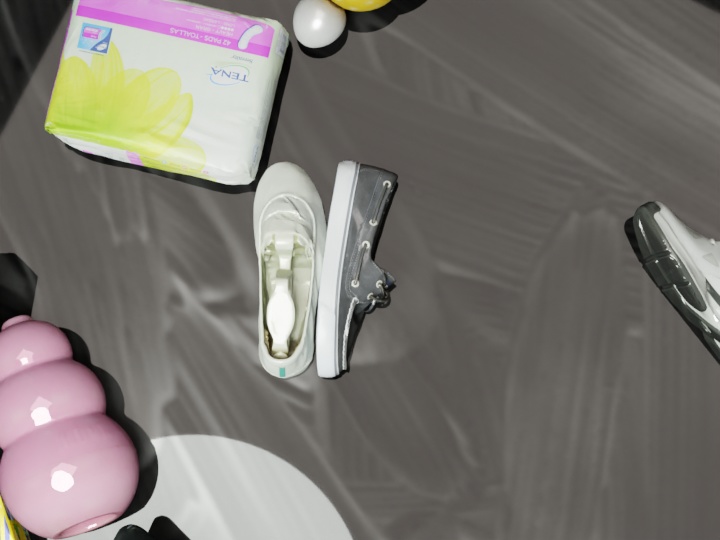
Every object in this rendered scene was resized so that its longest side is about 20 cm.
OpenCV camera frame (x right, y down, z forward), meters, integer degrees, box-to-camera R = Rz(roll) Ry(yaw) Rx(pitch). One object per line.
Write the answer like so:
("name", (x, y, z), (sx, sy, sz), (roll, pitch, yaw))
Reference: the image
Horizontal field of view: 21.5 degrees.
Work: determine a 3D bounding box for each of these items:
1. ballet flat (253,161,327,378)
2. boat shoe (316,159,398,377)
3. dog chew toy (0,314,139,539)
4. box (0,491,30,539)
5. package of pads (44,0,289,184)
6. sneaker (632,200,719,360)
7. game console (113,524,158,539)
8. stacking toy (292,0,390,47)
("ballet flat", (-0.066, -0.003, 1.726), (0.069, 0.069, 0.200), (1, 85, 2))
("boat shoe", (0.000, 0.000, 1.727), (0.066, 0.070, 0.200), (7, 78, 4))
("dog chew toy", (-0.276, 0.135, 1.697), (0.124, 0.125, 0.200), (-21, 77, 0))
("box", (-0.321, 0.283, 1.705), (0.064, 0.070, 0.200), (-21, 84, 0))
("package of pads", (-0.178, -0.169, 1.743), (0.200, 0.068, 0.155), (12, 85, 3))
("sneaker", (0.341, 0.000, 1.720), (0.115, 0.076, 0.201), (-37, 93, -11))
("game console", (-0.201, 0.351, 1.675), (0.176, 0.116, 0.200), (-35, 120, 24))
("stacking toy", (0.007, -0.286, 1.735), (0.146, 0.146, 0.200), (35, 104, 4))
